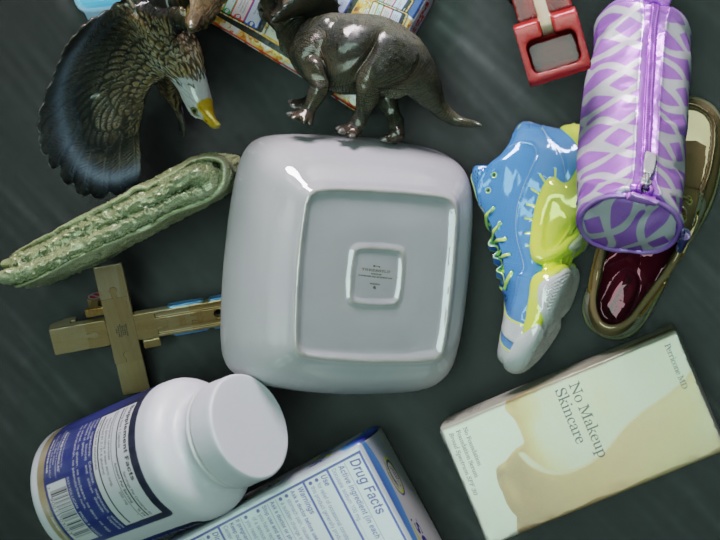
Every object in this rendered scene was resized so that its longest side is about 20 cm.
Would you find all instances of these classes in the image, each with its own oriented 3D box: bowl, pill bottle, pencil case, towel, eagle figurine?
[{"bbox_3d":[0.000,0.000,1.409,0.199,0.075,0.201,4,96,-24],"label":"bowl"},{"bbox_3d":[-0.153,0.147,1.424,0.199,0.111,0.112,-24,90,37],"label":"pill bottle"},{"bbox_3d":[0.204,-0.108,1.367,0.083,0.086,0.201,5,58,3],"label":"pencil case"},{"bbox_3d":[-0.182,-0.037,1.439,0.199,0.148,0.037,-28,91,5],"label":"towel"},{"bbox_3d":[-0.153,-0.158,1.373,0.151,0.200,0.152,10,61,-32],"label":"eagle figurine"}]

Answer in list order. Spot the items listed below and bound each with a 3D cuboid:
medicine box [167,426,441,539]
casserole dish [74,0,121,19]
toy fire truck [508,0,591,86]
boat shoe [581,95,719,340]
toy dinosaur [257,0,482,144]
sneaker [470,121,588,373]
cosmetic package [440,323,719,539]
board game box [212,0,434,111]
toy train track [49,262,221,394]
[{"bbox_3d":[-0.034,0.252,1.455,0.199,0.103,0.183,-28,89,8],"label":"medicine box"},{"bbox_3d":[-0.187,-0.291,1.448,0.039,0.121,0.202,2,93,-31],"label":"casserole dish"},{"bbox_3d":[0.123,-0.240,1.386,0.048,0.141,0.201,-17,91,8],"label":"toy fire truck"},{"bbox_3d":[0.229,-0.039,1.420,0.074,0.066,0.201,20,94,7],"label":"boat shoe"},{"bbox_3d":[0.000,-0.155,1.395,0.199,0.077,0.103,20,104,8],"label":"toy dinosaur"},{"bbox_3d":[0.125,-0.025,1.437,0.104,0.076,0.201,21,84,16],"label":"sneaker"},{"bbox_3d":[0.173,0.127,1.435,0.199,0.071,0.106,-25,89,9],"label":"cosmetic package"},{"bbox_3d":[-0.043,-0.238,1.456,0.199,0.046,0.152,32,97,5],"label":"board game box"},{"bbox_3d":[-0.151,0.034,1.491,0.198,0.033,0.115,-9,115,0],"label":"toy train track"}]
